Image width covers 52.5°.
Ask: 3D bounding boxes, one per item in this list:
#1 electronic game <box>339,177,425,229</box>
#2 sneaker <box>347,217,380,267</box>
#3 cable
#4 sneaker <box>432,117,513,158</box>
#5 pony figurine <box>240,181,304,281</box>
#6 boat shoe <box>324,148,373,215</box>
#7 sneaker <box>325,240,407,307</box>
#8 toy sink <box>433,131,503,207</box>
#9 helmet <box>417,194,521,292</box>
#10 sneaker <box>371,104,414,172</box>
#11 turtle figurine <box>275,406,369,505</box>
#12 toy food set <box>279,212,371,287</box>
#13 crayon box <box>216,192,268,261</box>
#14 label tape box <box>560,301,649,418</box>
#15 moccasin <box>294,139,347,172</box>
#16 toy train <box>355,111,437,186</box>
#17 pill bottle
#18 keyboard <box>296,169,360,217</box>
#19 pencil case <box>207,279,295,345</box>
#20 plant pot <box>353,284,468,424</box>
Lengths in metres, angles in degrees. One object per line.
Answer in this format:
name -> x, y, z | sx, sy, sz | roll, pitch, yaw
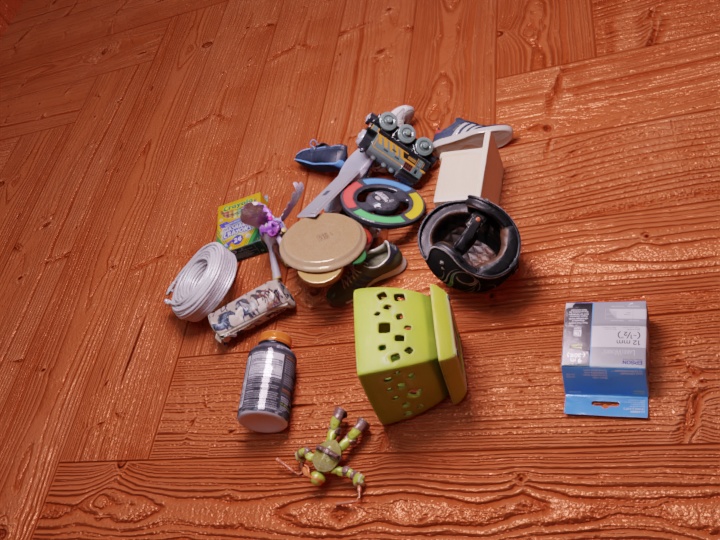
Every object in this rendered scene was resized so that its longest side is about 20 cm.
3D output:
electronic game -> 0.052, -0.157, 1.687 | 0.199, 0.042, 0.200 | 5, 38, -4
sneaker -> -0.046, -0.091, 1.718 | 0.200, 0.075, 0.115 | 31, 70, 35
cable -> -0.373, 0.030, 1.738 | 0.200, 0.069, 0.200 | -55, 31, -1
sneaker -> 0.266, -0.332, 1.746 | 0.199, 0.075, 0.085 | -7, 57, 22
pony figurine -> -0.200, -0.097, 1.704 | 0.166, 0.193, 0.201 | -20, 76, -30
boat shoe -> -0.015, -0.210, 1.784 | 0.070, 0.066, 0.201 | 19, 76, 42
sneaker -> 0.000, 0.000, 1.610 | 0.200, 0.090, 0.067 | -29, 49, 3
toy sink -> 0.239, -0.190, 1.614 | 0.112, 0.130, 0.201 | -2, 55, 25
helmet -> 0.218, -0.050, 1.474 | 0.200, 0.200, 0.191 | -44, 5, -11
sneaker -> 0.090, -0.326, 1.837 | 0.082, 0.078, 0.201 | 19, 74, 31
turtle figurine -> -0.063, 0.343, 1.394 | 0.199, 0.064, 0.162 | 15, 63, 34
toy food set -> -0.077, -0.056, 1.591 | 0.198, 0.049, 0.200 | -33, 46, -24
crayon box -> -0.302, -0.120, 1.877 | 0.125, 0.052, 0.201 | -18, 49, 13
label tape box -> 0.435, 0.154, 1.296 | 0.143, 0.066, 0.201 | -2, 53, 25
moccasin -> -0.092, -0.293, 1.875 | 0.200, 0.080, 0.068 | 14, 83, 46
toy train -> 0.085, -0.289, 1.739 | 0.114, 0.200, 0.085 | -59, 10, -13
pill bottle -> -0.189, 0.226, 1.519 | 0.106, 0.106, 0.201 | -9, 51, 20
keyboard -> -0.073, -0.179, 1.694 | 0.056, 0.011, 0.200 | -5, 33, 41
pencil case -> -0.246, 0.093, 1.667 | 0.199, 0.078, 0.090 | -28, 47, 4
plant pot -> 0.098, 0.150, 1.382 | 0.181, 0.200, 0.200 | -11, 50, 11
